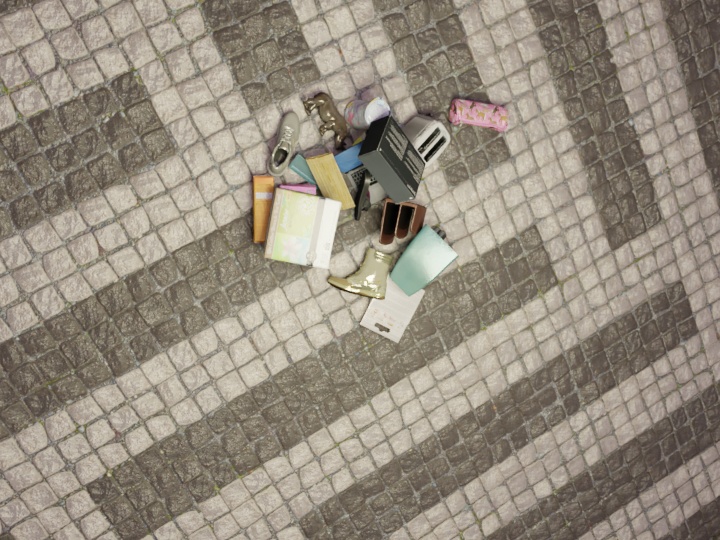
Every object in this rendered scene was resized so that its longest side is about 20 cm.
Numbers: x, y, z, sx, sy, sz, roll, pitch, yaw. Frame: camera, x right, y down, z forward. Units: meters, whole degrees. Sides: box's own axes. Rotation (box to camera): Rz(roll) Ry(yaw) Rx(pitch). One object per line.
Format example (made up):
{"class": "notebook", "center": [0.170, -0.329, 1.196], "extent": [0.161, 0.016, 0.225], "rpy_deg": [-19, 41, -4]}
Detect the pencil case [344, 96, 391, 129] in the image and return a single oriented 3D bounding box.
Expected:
{"class": "pencil case", "center": [0.019, -0.470, 1.589], "extent": [0.082, 0.200, 0.092], "rpy_deg": [-12, 107, -18]}

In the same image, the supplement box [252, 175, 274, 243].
{"class": "supplement box", "center": [-0.298, -0.187, 1.623], "extent": [0.067, 0.066, 0.204], "rpy_deg": [-3, 99, -13]}

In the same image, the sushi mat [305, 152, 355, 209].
{"class": "sushi mat", "center": [-0.090, -0.268, 1.624], "extent": [0.094, 0.012, 0.202], "rpy_deg": [-6, 132, 24]}

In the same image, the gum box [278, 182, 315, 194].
{"class": "gum box", "center": [-0.201, -0.173, 1.648], "extent": [0.111, 0.066, 0.204], "rpy_deg": [1, 99, -13]}

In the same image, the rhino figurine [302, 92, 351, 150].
{"class": "rhino figurine", "center": [-0.091, -0.456, 1.636], "extent": [0.087, 0.060, 0.201], "rpy_deg": [-38, 107, -8]}

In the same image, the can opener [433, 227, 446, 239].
{"class": "can opener", "center": [0.215, -0.056, 1.787], "extent": [0.201, 0.052, 0.066], "rpy_deg": [-52, 141, 0]}

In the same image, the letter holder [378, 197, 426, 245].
{"class": "letter holder", "center": [0.133, -0.141, 1.657], "extent": [0.099, 0.200, 0.145], "rpy_deg": [13, 97, 14]}

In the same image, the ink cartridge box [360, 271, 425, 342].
{"class": "ink cartridge box", "center": [0.104, 0.119, 1.784], "extent": [0.159, 0.050, 0.202], "rpy_deg": [27, 94, -16]}

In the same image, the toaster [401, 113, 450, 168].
{"class": "toaster", "center": [0.194, -0.406, 1.669], "extent": [0.200, 0.129, 0.114], "rpy_deg": [-46, 124, -3]}

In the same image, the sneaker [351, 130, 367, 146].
{"class": "sneaker", "center": [0.047, -0.350, 1.688], "extent": [0.089, 0.079, 0.201], "rpy_deg": [-25, 120, 28]}

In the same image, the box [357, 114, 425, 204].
{"class": "box", "center": [0.093, -0.312, 1.502], "extent": [0.200, 0.078, 0.143], "rpy_deg": [45, 49, -36]}

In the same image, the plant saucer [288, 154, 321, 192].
{"class": "plant saucer", "center": [-0.129, -0.286, 1.655], "extent": [0.199, 0.070, 0.019], "rpy_deg": [35, 48, -17]}

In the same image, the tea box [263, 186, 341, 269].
{"class": "tea box", "center": [-0.175, -0.127, 1.557], "extent": [0.193, 0.134, 0.204], "rpy_deg": [9, 98, -13]}

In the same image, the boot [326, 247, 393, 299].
{"class": "boot", "center": [0.000, 0.000, 1.722], "extent": [0.196, 0.072, 0.158], "rpy_deg": [13, 84, 5]}

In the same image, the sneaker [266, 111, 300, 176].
{"class": "sneaker", "center": [-0.223, -0.383, 1.592], "extent": [0.074, 0.092, 0.204], "rpy_deg": [16, 86, -15]}

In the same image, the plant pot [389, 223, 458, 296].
{"class": "plant pot", "center": [0.190, -0.022, 1.686], "extent": [0.141, 0.141, 0.200], "rpy_deg": [44, 94, 5]}

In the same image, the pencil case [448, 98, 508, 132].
{"class": "pencil case", "center": [0.389, -0.508, 1.736], "extent": [0.196, 0.083, 0.088], "rpy_deg": [3, 97, -15]}

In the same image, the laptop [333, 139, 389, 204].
{"class": "laptop", "center": [0.019, -0.291, 1.613], "extent": [0.185, 0.116, 0.202], "rpy_deg": [-19, 108, 34]}

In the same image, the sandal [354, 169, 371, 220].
{"class": "sandal", "center": [0.015, -0.223, 1.637], "extent": [0.047, 0.202, 0.076], "rpy_deg": [4, 56, -11]}
